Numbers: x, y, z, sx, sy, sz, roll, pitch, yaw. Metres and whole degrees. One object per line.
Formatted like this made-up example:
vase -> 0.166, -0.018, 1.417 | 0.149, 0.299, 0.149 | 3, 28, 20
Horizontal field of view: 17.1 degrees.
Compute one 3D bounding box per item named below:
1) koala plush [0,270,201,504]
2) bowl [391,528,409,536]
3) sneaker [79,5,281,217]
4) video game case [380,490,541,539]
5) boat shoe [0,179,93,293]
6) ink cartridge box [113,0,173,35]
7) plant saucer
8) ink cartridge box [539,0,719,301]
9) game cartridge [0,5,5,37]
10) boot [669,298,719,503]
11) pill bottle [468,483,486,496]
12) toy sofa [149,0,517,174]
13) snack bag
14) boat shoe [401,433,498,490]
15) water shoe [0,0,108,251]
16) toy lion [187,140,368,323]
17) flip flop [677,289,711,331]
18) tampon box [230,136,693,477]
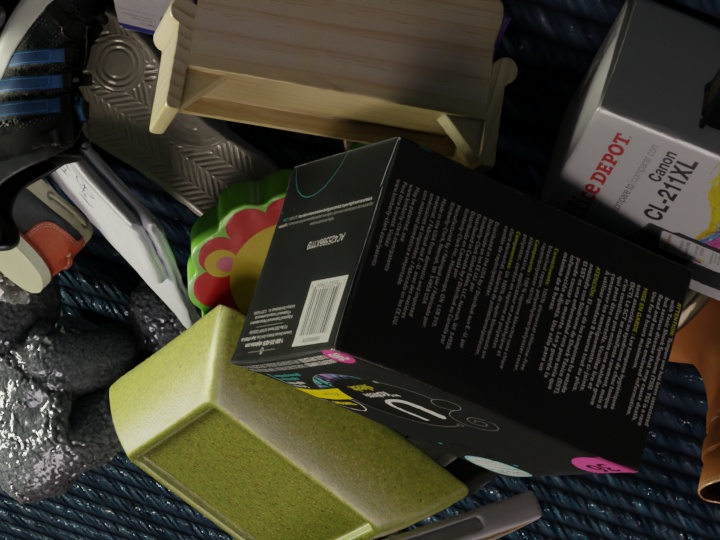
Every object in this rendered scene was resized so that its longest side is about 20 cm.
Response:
koala plush -> -0.252, 0.046, 1.758 | 0.177, 0.184, 0.200 | -15, 123, 47
bowl -> -0.054, 0.134, 1.711 | 0.201, 0.094, 0.201 | 57, -179, -2
sneaker -> -0.130, -0.096, 1.523 | 0.200, 0.075, 0.085 | 45, -178, -11
video game case -> 0.001, 0.203, 1.613 | 0.181, 0.023, 0.200 | -14, 168, -30
boat shoe -> -0.268, -0.076, 1.646 | 0.200, 0.063, 0.071 | 48, 152, -11
ink cartridge box -> -0.102, -0.201, 1.348 | 0.099, 0.039, 0.200 | 14, 149, 12
plant saucer -> -0.061, 0.126, 1.546 | 0.200, 0.048, 0.200 | 38, 148, -11
ink cartridge box -> 0.213, -0.052, 1.342 | 0.199, 0.083, 0.146 | 21, 152, -1
game cartridge -> -0.275, -0.149, 1.500 | 0.130, 0.038, 0.200 | 48, 154, 13
boot -> 0.229, 0.075, 1.472 | 0.199, 0.155, 0.074 | -8, 140, 43
pill bottle -> 0.025, 0.069, 1.647 | 0.112, 0.112, 0.200 | 4, 147, 29
toy sofa -> -0.017, -0.115, 1.360 | 0.199, 0.098, 0.083 | 9, 172, -10
snack bag -> -0.180, -0.054, 1.556 | 0.189, 0.021, 0.200 | 46, 170, 18
boat shoe -> 0.105, 0.103, 1.587 | 0.199, 0.067, 0.074 | -30, 137, 3
water shoe -> -0.187, -0.101, 1.434 | 0.079, 0.200, 0.071 | 36, -171, 12
toy lion -> 0.000, 0.000, 1.496 | 0.200, 0.069, 0.192 | 35, 116, -27
flip flop -> 0.157, 0.004, 1.498 | 0.200, 0.081, 0.058 | -10, 126, 52
tampon box -> 0.057, 0.027, 1.360 | 0.199, 0.127, 0.150 | 24, 165, -21
